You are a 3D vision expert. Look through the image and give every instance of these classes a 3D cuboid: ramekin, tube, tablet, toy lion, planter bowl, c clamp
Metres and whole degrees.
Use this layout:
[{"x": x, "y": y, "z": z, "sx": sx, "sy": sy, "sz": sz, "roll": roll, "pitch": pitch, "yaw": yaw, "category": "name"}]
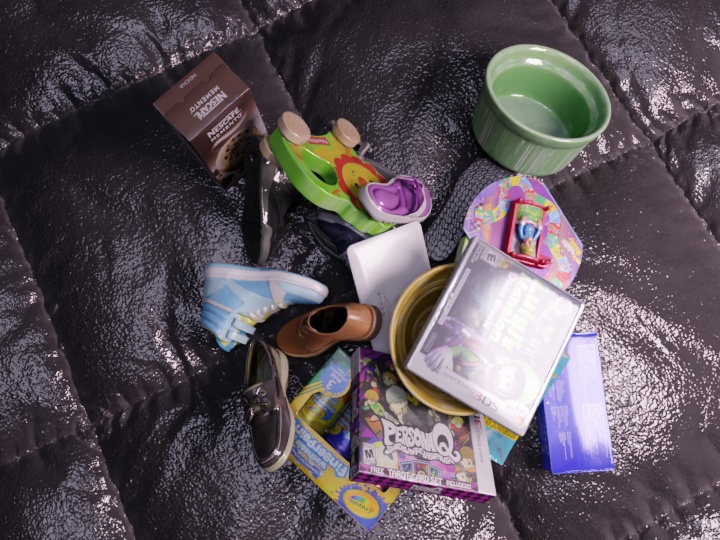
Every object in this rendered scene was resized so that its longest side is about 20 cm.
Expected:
[{"x": 0.273, "y": -0.246, "z": 0.841, "sx": 0.198, "sy": 0.098, "sz": 0.201, "roll": 5, "pitch": 61, "yaw": -9, "category": "ramekin"}, {"x": 0.229, "y": 0.192, "z": 0.788, "sx": 0.077, "sy": 0.050, "sz": 0.201, "roll": 30, "pitch": 104, "yaw": 0, "category": "tube"}, {"x": 0.059, "y": 0.040, "z": 0.799, "sx": 0.130, "sy": 0.014, "sz": 0.201, "roll": -21, "pitch": 105, "yaw": -24, "category": "tablet"}, {"x": -0.026, "y": -0.133, "z": 0.791, "sx": 0.069, "sy": 0.200, "sz": 0.192, "roll": -39, "pitch": 76, "yaw": 33, "category": "toy lion"}, {"x": 0.129, "y": 0.095, "z": 0.754, "sx": 0.199, "sy": 0.083, "sz": 0.202, "roll": 1, "pitch": 83, "yaw": -10, "category": "planter bowl"}, {"x": -0.021, "y": -0.123, "z": 0.885, "sx": 0.170, "sy": 0.027, "sz": 0.201, "roll": 29, "pitch": 79, "yaw": 0, "category": "c clamp"}]

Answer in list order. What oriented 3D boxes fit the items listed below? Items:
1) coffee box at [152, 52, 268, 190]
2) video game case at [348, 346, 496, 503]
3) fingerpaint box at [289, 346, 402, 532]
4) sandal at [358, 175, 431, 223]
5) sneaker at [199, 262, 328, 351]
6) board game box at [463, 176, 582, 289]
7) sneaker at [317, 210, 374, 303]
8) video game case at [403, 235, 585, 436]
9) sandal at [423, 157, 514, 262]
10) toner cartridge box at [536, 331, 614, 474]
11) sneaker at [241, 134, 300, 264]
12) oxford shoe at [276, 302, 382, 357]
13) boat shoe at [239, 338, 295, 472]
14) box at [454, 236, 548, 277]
[{"x": -0.212, "y": -0.214, "z": 0.812, "sx": 0.113, "sy": 0.200, "sz": 0.080, "roll": -44, "pitch": 82, "yaw": -7, "category": "coffee box"}, {"x": 0.081, "y": 0.209, "z": 0.735, "sx": 0.199, "sy": 0.036, "sz": 0.182, "roll": 17, "pitch": 45, "yaw": -16, "category": "video game case"}, {"x": -0.011, "y": 0.241, "z": 0.789, "sx": 0.200, "sy": 0.073, "sz": 0.167, "roll": 41, "pitch": 82, "yaw": 7, "category": "fingerpaint box"}, {"x": 0.070, "y": -0.111, "z": 0.803, "sx": 0.050, "sy": 0.202, "sz": 0.083, "roll": -36, "pitch": 86, "yaw": 32, "category": "sandal"}, {"x": -0.153, "y": 0.065, "z": 0.823, "sx": 0.199, "sy": 0.080, "sz": 0.132, "roll": 7, "pitch": 77, "yaw": 11, "category": "sneaker"}, {"x": 0.258, "y": -0.051, "z": 0.813, "sx": 0.157, "sy": 0.039, "sz": 0.201, "roll": -32, "pitch": 89, "yaw": -12, "category": "board game box"}, {"x": 0.000, "y": 0.000, "z": 0.825, "sx": 0.199, "sy": 0.070, "sz": 0.109, "roll": 34, "pitch": 82, "yaw": -8, "category": "sneaker"}, {"x": 0.180, "y": 0.085, "z": 0.709, "sx": 0.181, "sy": 0.023, "sz": 0.201, "roll": 31, "pitch": 79, "yaw": -5, "category": "video game case"}, {"x": 0.169, "y": -0.100, "z": 0.873, "sx": 0.075, "sy": 0.045, "sz": 0.200, "roll": 40, "pitch": 97, "yaw": 13, "category": "sandal"}, {"x": 0.316, "y": 0.196, "z": 0.811, "sx": 0.094, "sy": 0.043, "sz": 0.202, "roll": -2, "pitch": 80, "yaw": -2, "category": "toner cartridge box"}, {"x": -0.128, "y": -0.108, "z": 0.853, "sx": 0.114, "sy": 0.076, "sz": 0.201, "roll": -4, "pitch": 105, "yaw": -40, "category": "sneaker"}, {"x": -0.065, "y": 0.080, "z": 0.776, "sx": 0.199, "sy": 0.071, "sz": 0.072, "roll": -22, "pitch": 63, "yaw": 40, "category": "oxford shoe"}, {"x": -0.139, "y": 0.182, "z": 0.754, "sx": 0.072, "sy": 0.066, "sz": 0.201, "roll": -30, "pitch": 38, "yaw": 16, "category": "boat shoe"}, {"x": 0.201, "y": 0.063, "z": 0.828, "sx": 0.143, "sy": 0.036, "sz": 0.201, "roll": 16, "pitch": 80, "yaw": -7, "category": "box"}]
